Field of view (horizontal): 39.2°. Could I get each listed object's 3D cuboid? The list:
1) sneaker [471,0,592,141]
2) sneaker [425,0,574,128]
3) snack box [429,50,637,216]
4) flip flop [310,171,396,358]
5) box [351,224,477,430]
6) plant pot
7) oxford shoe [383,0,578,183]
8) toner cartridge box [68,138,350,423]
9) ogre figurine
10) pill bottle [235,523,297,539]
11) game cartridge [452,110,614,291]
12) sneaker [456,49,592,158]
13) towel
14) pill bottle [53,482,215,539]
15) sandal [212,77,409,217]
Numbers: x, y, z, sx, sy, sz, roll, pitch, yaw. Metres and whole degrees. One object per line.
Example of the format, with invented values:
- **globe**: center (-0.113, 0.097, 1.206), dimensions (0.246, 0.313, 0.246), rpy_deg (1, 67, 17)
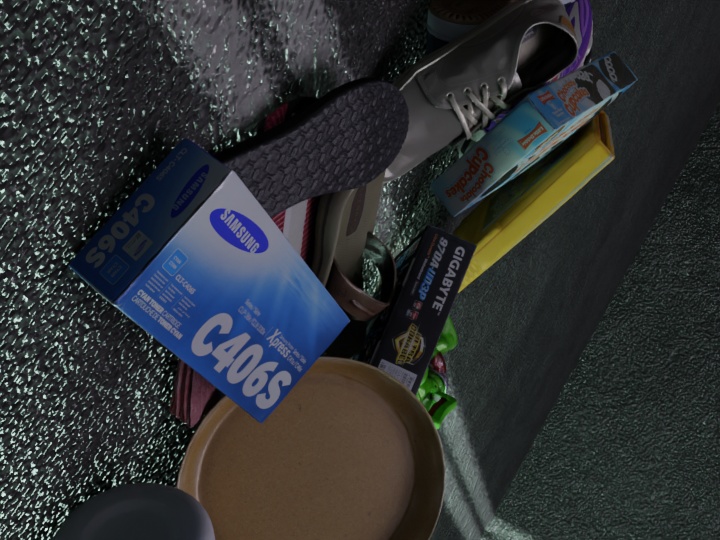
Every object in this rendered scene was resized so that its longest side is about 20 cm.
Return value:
- **sneaker**: center (0.164, -0.199, 0.937), dimensions (0.200, 0.081, 0.083), rpy_deg (-53, 175, -26)
- **sneaker**: center (0.115, -0.191, 0.861), dimensions (0.200, 0.070, 0.109), rpy_deg (-32, 140, -44)
- **snack box**: center (0.149, -0.117, 0.843), dimensions (0.116, 0.037, 0.200), rpy_deg (-42, 174, 38)
- **flip flop**: center (0.000, 0.000, 0.777), dimensions (0.081, 0.057, 0.201), rpy_deg (-45, 154, -45)
- **box**: center (0.028, 0.058, 0.874), dimensions (0.200, 0.046, 0.159), rpy_deg (132, -18, -77)
- **plant pot**: center (-0.036, 0.157, 0.739), dimensions (0.201, 0.199, 0.027), rpy_deg (-64, -162, 4)
- **oxford shoe**: center (0.082, -0.134, 0.762), dimensions (0.200, 0.058, 0.075), rpy_deg (-37, 139, 0)
- **toner cartridge box**: center (-0.080, 0.016, 0.610), dimensions (0.095, 0.043, 0.200), rpy_deg (-50, 149, -9)
- **ogre figurine**: center (0.062, 0.118, 1.095), dimensions (0.200, 0.098, 0.120), rpy_deg (-64, 176, 38)
- **pill bottle**: center (-0.097, 0.233, 0.812), dimensions (0.201, 0.112, 0.112), rpy_deg (-65, 161, 7)
- **game cartridge**: center (0.159, -0.074, 0.982), dimensions (0.200, 0.032, 0.176), rpy_deg (-42, -173, 21)
- **sneaker**: center (0.155, -0.156, 1.032), dimensions (0.200, 0.076, 0.116), rpy_deg (-44, 162, -25)
- **towel**: center (-0.068, 0.005, 0.729), dimensions (0.200, 0.023, 0.144), rpy_deg (-42, 150, -50)
- **pill bottle**: center (-0.140, 0.248, 0.682), dimensions (0.104, 0.104, 0.201), rpy_deg (-42, 140, -45)
- **sandal**: center (-0.045, -0.078, 0.657), dimensions (0.200, 0.045, 0.075), rpy_deg (-29, 131, -35)
